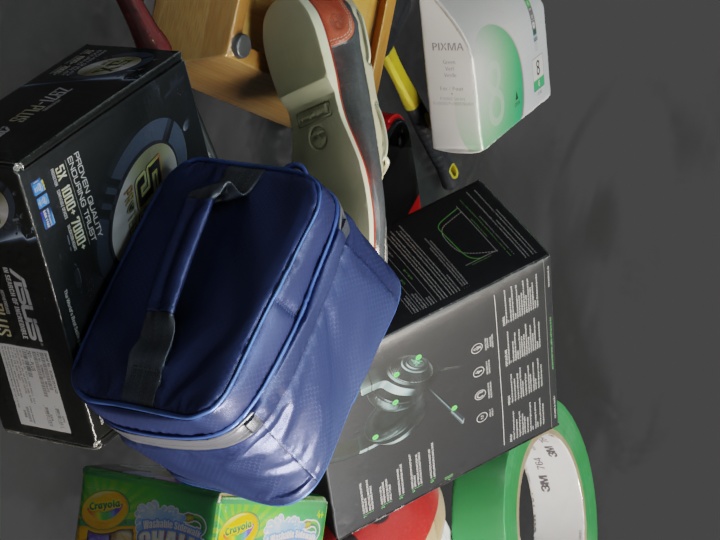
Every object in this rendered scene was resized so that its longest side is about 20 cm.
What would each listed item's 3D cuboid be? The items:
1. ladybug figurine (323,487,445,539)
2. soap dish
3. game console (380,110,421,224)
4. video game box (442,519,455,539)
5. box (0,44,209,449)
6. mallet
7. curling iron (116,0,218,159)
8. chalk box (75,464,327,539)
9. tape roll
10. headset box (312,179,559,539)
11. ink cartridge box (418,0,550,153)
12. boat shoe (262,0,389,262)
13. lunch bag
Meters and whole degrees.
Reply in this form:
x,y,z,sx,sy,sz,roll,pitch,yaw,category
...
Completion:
x,y,z,sx,sy,sz,roll,pitch,yaw,category
-0.021,0.190,1.764,0.200,0.135,0.072,-49,139,-30,ladybug figurine
-0.055,-0.187,1.701,0.199,0.081,0.159,19,81,-52,soap dish
0.000,0.000,1.813,0.200,0.031,0.178,-61,150,-45,game console
0.008,0.255,1.894,0.183,0.047,0.201,-56,137,-33,video game box
-0.168,-0.017,1.576,0.164,0.086,0.201,-39,126,-44,box
0.032,-0.123,1.869,0.066,0.041,0.201,-56,140,-33,mallet
-0.130,-0.137,1.600,0.025,0.050,0.201,-23,101,-12,curling iron
-0.108,0.193,1.662,0.124,0.123,0.202,7,91,-53,chalk box
0.134,0.202,2.011,0.200,0.048,0.202,21,67,-61,tape roll
0.027,0.065,1.699,0.199,0.093,0.175,-27,138,-17,headset box
0.093,-0.206,1.896,0.161,0.050,0.201,-39,129,-59,ink cartridge box
-0.011,-0.083,1.631,0.062,0.071,0.201,-8,84,-50,boat shoe
-0.074,0.025,1.522,0.132,0.135,0.201,48,58,-48,lunch bag
